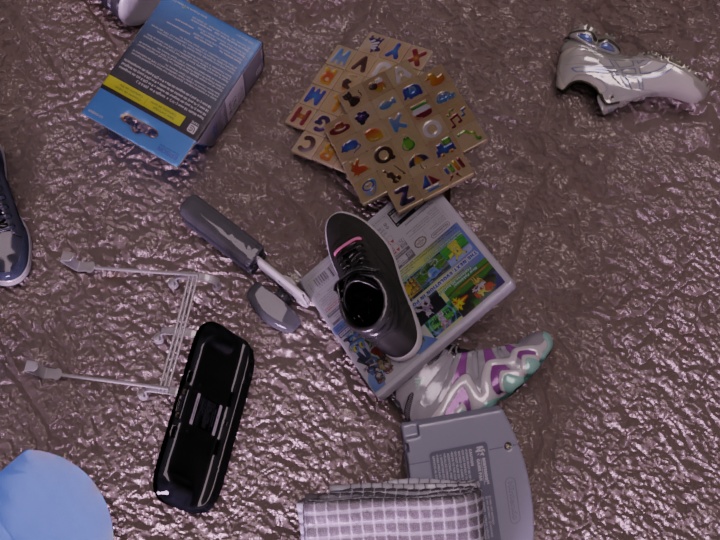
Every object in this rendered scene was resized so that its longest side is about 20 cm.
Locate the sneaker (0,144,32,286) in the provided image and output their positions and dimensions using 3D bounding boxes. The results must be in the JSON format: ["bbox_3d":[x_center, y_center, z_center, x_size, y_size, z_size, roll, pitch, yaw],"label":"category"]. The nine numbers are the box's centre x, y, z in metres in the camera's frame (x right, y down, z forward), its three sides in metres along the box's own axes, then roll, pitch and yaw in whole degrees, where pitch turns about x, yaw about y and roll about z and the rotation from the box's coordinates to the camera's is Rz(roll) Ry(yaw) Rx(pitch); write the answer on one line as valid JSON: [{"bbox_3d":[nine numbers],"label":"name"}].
[{"bbox_3d":[-0.439,-0.092,1.130,0.076,0.146,0.205,-18,75,-12],"label":"sneaker"}]

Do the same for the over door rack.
[{"bbox_3d":[-0.266,0.066,1.134,0.196,0.067,0.150,8,71,13],"label":"over door rack"}]

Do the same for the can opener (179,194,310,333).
[{"bbox_3d":[-0.140,-0.011,1.169,0.199,0.053,0.067,41,75,10],"label":"can opener"}]

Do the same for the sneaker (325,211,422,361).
[{"bbox_3d":[0.000,0.000,1.091,0.070,0.099,0.202,-32,61,10],"label":"sneaker"}]

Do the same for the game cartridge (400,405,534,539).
[{"bbox_3d":[0.121,0.254,1.073,0.131,0.040,0.204,-8,94,-2],"label":"game cartridge"}]

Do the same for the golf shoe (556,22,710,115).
[{"bbox_3d":[0.348,-0.240,1.282,0.197,0.078,0.099,21,88,9],"label":"golf shoe"}]

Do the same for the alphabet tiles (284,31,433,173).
[{"bbox_3d":[0.003,-0.213,1.240,0.165,0.006,0.202,24,71,27],"label":"alphabet tiles"}]

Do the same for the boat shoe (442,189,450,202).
[{"bbox_3d":[0.073,-0.147,1.227,0.071,0.072,0.204,-6,71,8],"label":"boat shoe"}]

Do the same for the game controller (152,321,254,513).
[{"bbox_3d":[-0.170,0.161,1.085,0.042,0.104,0.203,-2,65,37],"label":"game controller"}]

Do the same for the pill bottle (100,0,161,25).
[{"bbox_3d":[-0.333,-0.419,1.268,0.106,0.106,0.200,-42,78,-16],"label":"pill bottle"}]

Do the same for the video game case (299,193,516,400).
[{"bbox_3d":[0.050,0.016,1.133,0.199,0.022,0.183,-40,61,5],"label":"video game case"}]

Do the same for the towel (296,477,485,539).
[{"bbox_3d":[0.033,0.305,1.013,0.196,0.086,0.169,-5,93,5],"label":"towel"}]

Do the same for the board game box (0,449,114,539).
[{"bbox_3d":[-0.359,0.299,1.059,0.199,0.039,0.158,-41,83,-10],"label":"board game box"}]

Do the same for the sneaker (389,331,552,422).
[{"bbox_3d":[0.116,0.099,1.136,0.199,0.078,0.140,-37,78,-15],"label":"sneaker"}]

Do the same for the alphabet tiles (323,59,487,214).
[{"bbox_3d":[0.051,-0.164,1.182,0.164,0.006,0.202,-27,57,2],"label":"alphabet tiles"}]

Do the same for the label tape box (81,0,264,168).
[{"bbox_3d":[-0.230,-0.227,1.231,0.143,0.063,0.202,29,72,6],"label":"label tape box"}]
